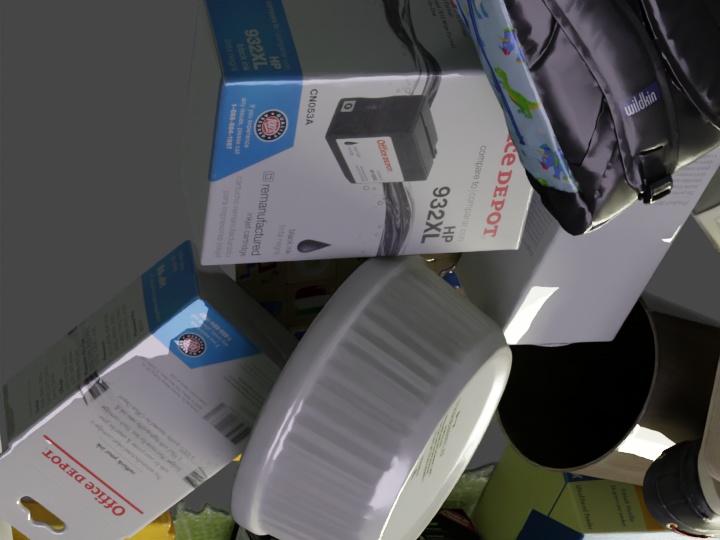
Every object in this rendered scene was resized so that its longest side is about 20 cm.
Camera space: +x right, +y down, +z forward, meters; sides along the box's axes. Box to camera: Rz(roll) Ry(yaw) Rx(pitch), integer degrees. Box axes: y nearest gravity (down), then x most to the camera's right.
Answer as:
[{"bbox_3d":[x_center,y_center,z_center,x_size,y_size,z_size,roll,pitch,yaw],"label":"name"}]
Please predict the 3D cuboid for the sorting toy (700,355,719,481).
[{"bbox_3d":[0.297,0.075,1.368,0.036,0.186,0.200,-1,157,43],"label":"sorting toy"}]

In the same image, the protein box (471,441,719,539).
[{"bbox_3d":[0.214,0.196,1.641,0.199,0.135,0.199,-1,141,-18],"label":"protein box"}]

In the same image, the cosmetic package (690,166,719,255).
[{"bbox_3d":[0.288,-0.036,1.422,0.103,0.073,0.200,-26,141,14],"label":"cosmetic package"}]

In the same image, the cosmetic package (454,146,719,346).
[{"bbox_3d":[0.147,-0.047,1.334,0.101,0.074,0.200,1,135,-32],"label":"cosmetic package"}]

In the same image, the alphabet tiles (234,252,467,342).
[{"bbox_3d":[0.000,0.000,1.375,0.165,0.006,0.201,-10,127,-14],"label":"alphabet tiles"}]

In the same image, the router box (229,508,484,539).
[{"bbox_3d":[-0.014,0.261,1.672,0.199,0.062,0.151,5,118,-23],"label":"router box"}]

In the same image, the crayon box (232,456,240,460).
[{"bbox_3d":[-0.071,0.075,1.459,0.199,0.052,0.126,3,139,-23],"label":"crayon box"}]

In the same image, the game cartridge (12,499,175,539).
[{"bbox_3d":[-0.254,0.228,1.609,0.199,0.033,0.177,2,140,-28],"label":"game cartridge"}]

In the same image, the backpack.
[{"bbox_3d":[0.117,-0.151,1.124,0.163,0.154,0.200,-36,131,-4],"label":"backpack"}]

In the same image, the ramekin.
[{"bbox_3d":[0.013,0.093,1.310,0.203,0.094,0.203,-53,164,-23],"label":"ramekin"}]

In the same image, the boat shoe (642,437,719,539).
[{"bbox_3d":[0.262,0.137,1.404,0.201,0.074,0.063,3,162,-46],"label":"boat shoe"}]

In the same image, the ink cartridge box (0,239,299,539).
[{"bbox_3d":[-0.144,0.088,1.348,0.200,0.067,0.116,-37,125,14],"label":"ink cartridge box"}]

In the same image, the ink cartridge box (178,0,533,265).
[{"bbox_3d":[0.003,-0.084,1.243,0.199,0.084,0.146,-3,135,-15],"label":"ink cartridge box"}]

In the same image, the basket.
[{"bbox_3d":[0.223,0.091,1.482,0.199,0.137,0.180,16,173,-29],"label":"basket"}]

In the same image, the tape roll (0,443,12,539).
[{"bbox_3d":[-0.331,0.153,1.397,0.201,0.140,0.203,-10,142,-8],"label":"tape roll"}]
